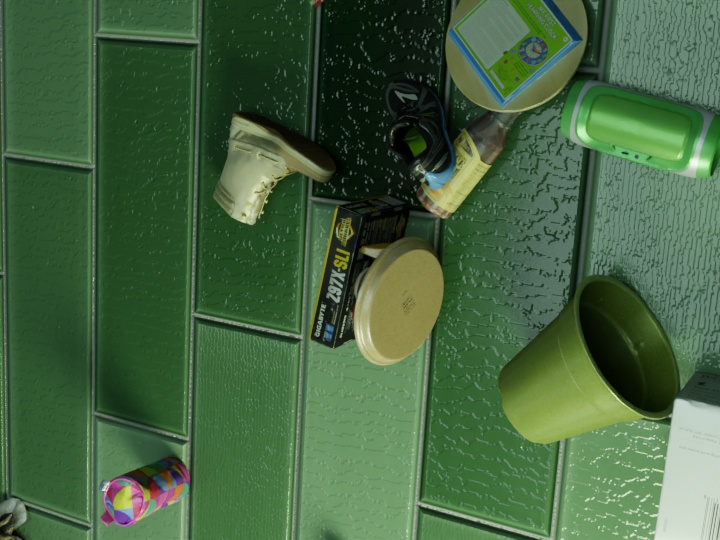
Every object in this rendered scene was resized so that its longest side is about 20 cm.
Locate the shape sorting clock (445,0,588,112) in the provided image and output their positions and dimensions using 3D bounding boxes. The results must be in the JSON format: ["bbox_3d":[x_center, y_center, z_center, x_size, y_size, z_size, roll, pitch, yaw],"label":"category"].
[{"bbox_3d":[0.208,-0.311,1.389,0.197,0.039,0.204,-4,82,28],"label":"shape sorting clock"}]

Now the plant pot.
[{"bbox_3d":[0.288,0.141,1.377,0.190,0.199,0.202,-40,80,40],"label":"plant pot"}]

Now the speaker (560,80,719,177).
[{"bbox_3d":[0.361,-0.182,1.323,0.197,0.088,0.090,21,108,23],"label":"speaker"}]

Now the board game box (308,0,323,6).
[{"bbox_3d":[-0.019,-0.487,1.507,0.199,0.019,0.104,-32,82,29],"label":"board game box"}]

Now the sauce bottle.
[{"bbox_3d":[0.157,-0.166,1.446,0.066,0.066,0.201,42,111,15],"label":"sauce bottle"}]

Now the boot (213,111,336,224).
[{"bbox_3d":[-0.138,-0.139,1.601,0.198,0.072,0.158,29,111,22],"label":"boot"}]

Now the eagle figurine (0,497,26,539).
[{"bbox_3d":[-0.720,0.556,2.024,0.202,0.148,0.153,95,165,-45],"label":"eagle figurine"}]

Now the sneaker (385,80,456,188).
[{"bbox_3d":[0.074,-0.201,1.435,0.071,0.082,0.202,-43,44,28],"label":"sneaker"}]

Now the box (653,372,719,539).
[{"bbox_3d":[0.491,0.257,1.305,0.196,0.130,0.204,11,103,26],"label":"box"}]

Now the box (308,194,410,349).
[{"bbox_3d":[0.000,0.000,1.504,0.049,0.159,0.203,20,108,23],"label":"box"}]

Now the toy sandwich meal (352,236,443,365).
[{"bbox_3d":[0.047,0.038,1.468,0.070,0.203,0.209,21,109,40],"label":"toy sandwich meal"}]

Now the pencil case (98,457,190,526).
[{"bbox_3d":[-0.360,0.370,1.738,0.087,0.200,0.090,0,89,16],"label":"pencil case"}]
